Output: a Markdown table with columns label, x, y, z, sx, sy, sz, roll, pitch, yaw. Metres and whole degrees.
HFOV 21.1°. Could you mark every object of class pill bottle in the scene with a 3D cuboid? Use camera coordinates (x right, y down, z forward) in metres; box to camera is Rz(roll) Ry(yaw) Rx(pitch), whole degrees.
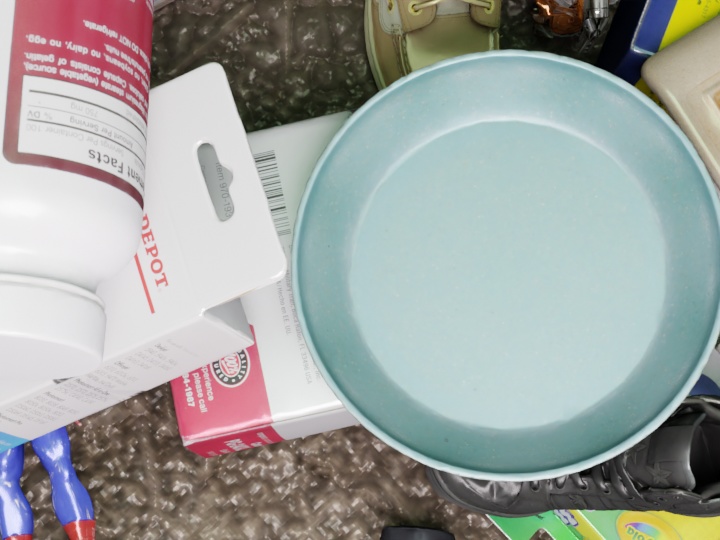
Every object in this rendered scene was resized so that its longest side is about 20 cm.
| label | x | y | z | sx | sy | sz | roll | pitch | yaw |
| --- | --- | --- | --- | --- | --- | --- | --- | --- | --- |
| pill bottle | -0.146 | -0.060 | 0.814 | 0.113 | 0.113 | 0.201 | 4 | 74 | -8 |

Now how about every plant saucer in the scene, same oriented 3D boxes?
| label | x | y | z | sx | sy | sz | roll | pitch | yaw |
| --- | --- | --- | --- | --- | --- | --- | --- | --- | --- |
| plant saucer | 0.068 | -0.001 | 0.891 | 0.199 | 0.036 | 0.201 | -1 | 78 | 3 |

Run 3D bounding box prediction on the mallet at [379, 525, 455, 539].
| label | x | y | z | sx | sy | sz | roll | pitch | yaw |
| --- | --- | --- | --- | --- | --- | --- | --- | --- | --- |
| mallet | -0.051 | 0.163 | 0.955 | 0.199 | 0.041 | 0.066 | -2 | 79 | -4 |

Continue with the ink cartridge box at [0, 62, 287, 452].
| label | x | y | z | sx | sy | sz | roll | pitch | yaw |
| --- | --- | --- | --- | --- | --- | --- | --- | --- | --- |
| ink cartridge box | -0.127 | 0.000 | 0.889 | 0.200 | 0.067 | 0.116 | -23 | 69 | 11 |

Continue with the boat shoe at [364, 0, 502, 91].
| label | x | y | z | sx | sy | sz | roll | pitch | yaw |
| --- | --- | --- | --- | --- | --- | --- | --- | --- | --- |
| boat shoe | 0.039 | -0.158 | 1.028 | 0.074 | 0.066 | 0.201 | -8 | 79 | -12 |

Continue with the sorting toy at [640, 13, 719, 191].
| label | x | y | z | sx | sy | sz | roll | pitch | yaw |
| --- | --- | --- | --- | --- | --- | --- | --- | --- | --- |
| sorting toy | 0.261 | -0.065 | 0.938 | 0.185 | 0.036 | 0.200 | -31 | 81 | -17 |

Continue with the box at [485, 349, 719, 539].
| label | x | y | z | sx | sy | sz | roll | pitch | yaw |
| --- | --- | --- | --- | --- | --- | --- | --- | --- | --- |
| box | 0.158 | 0.082 | 0.999 | 0.200 | 0.048 | 0.117 | -43 | 85 | -14 |

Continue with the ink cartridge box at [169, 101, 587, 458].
| label | x | y | z | sx | sy | sz | roll | pitch | yaw |
| --- | --- | --- | --- | --- | --- | --- | --- | --- | --- |
| ink cartridge box | 0.000 | 0.000 | 0.956 | 0.199 | 0.083 | 0.146 | -12 | 77 | 1 |

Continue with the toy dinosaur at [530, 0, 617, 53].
| label | x | y | z | sx | sy | sz | roll | pitch | yaw |
| --- | --- | --- | --- | --- | --- | --- | --- | --- | --- |
| toy dinosaur | 0.121 | -0.189 | 0.978 | 0.102 | 0.200 | 0.136 | 3 | 73 | -25 |

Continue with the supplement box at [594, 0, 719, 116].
| label | x | y | z | sx | sy | sz | roll | pitch | yaw |
| --- | --- | --- | --- | --- | --- | --- | --- | --- | --- |
| supplement box | 0.235 | -0.104 | 1.024 | 0.200 | 0.109 | 0.110 | 24 | 74 | -3 |

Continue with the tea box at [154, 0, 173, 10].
| label | x | y | z | sx | sy | sz | roll | pitch | yaw |
| --- | --- | --- | --- | --- | --- | --- | --- | --- | --- |
| tea box | -0.172 | -0.221 | 0.978 | 0.200 | 0.134 | 0.197 | -29 | 81 | -13 |

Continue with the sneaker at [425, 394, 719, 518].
| label | x | y | z | sx | sy | sz | roll | pitch | yaw |
| --- | --- | --- | --- | --- | --- | --- | --- | --- | --- |
| sneaker | 0.136 | 0.086 | 0.917 | 0.199 | 0.104 | 0.060 | 4 | 75 | -7 |

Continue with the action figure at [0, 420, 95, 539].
| label | x | y | z | sx | sy | sz | roll | pitch | yaw |
| --- | --- | --- | --- | --- | --- | --- | --- | --- | --- |
| action figure | -0.166 | 0.068 | 0.945 | 0.065 | 0.052 | 0.201 | -16 | 71 | 8 |

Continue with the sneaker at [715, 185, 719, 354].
| label | x | y | z | sx | sy | sz | roll | pitch | yaw |
| --- | --- | --- | --- | --- | --- | --- | --- | --- | --- |
| sneaker | 0.226 | 0.033 | 0.965 | 0.088 | 0.074 | 0.200 | -37 | 75 | -14 |
